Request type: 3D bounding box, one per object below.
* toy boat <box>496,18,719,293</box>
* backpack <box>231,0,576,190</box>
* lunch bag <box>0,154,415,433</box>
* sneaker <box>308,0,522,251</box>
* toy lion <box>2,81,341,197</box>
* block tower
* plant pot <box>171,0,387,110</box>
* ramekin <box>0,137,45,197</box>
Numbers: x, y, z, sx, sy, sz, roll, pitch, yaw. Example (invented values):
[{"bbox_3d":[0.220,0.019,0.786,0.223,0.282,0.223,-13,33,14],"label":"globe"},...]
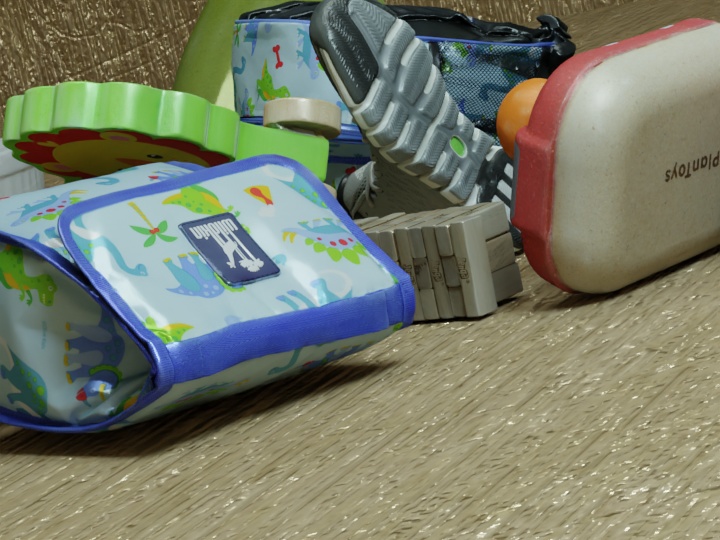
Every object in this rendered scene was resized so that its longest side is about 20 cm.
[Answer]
[{"bbox_3d":[0.132,-0.072,1.492,0.130,0.131,0.200,19,25,36],"label":"toy boat"},{"bbox_3d":[0.014,-0.104,1.816,0.199,0.148,0.183,6,0,-20],"label":"backpack"},{"bbox_3d":[-0.097,0.015,1.381,0.169,0.128,0.199,-16,21,-39],"label":"lunch bag"},{"bbox_3d":[0.010,-0.074,1.652,0.115,0.200,0.075,-16,33,46],"label":"sneaker"},{"bbox_3d":[-0.119,-0.067,1.604,0.191,0.069,0.200,9,-13,-19],"label":"toy lion"},{"bbox_3d":[0.000,0.000,1.534,0.199,0.054,0.058,-4,12,41],"label":"block tower"},{"bbox_3d":[-0.072,-0.114,2.083,0.186,0.188,0.200,-9,24,22],"label":"plant pot"},{"bbox_3d":[-0.338,-0.039,2.168,0.201,0.095,0.202,-12,9,2],"label":"ramekin"}]
